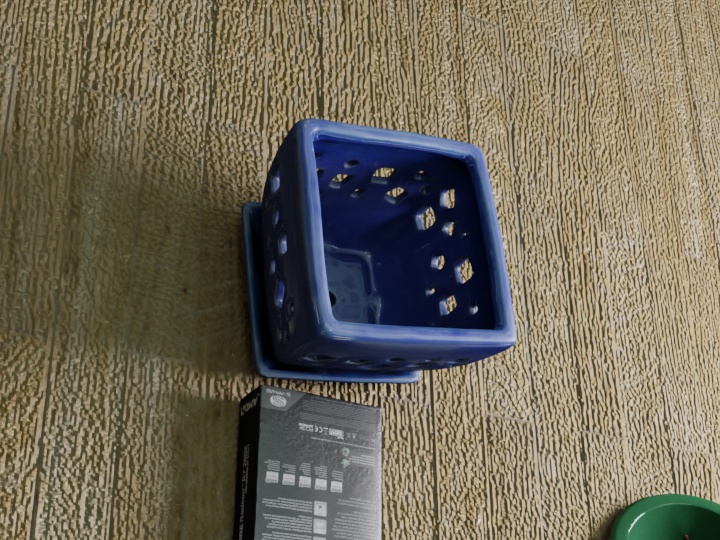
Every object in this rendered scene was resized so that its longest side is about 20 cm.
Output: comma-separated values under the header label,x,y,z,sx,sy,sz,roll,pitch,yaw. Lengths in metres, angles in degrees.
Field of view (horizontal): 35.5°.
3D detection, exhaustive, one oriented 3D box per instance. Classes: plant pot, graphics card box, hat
label,x,y,z,sx,sy,sz,roll,pitch,yaw
plant pot,0.000,0.000,1.009,0.199,0.180,0.201,5,66,-30
graphics card box,-0.044,0.207,0.964,0.125,0.051,0.201,13,62,-26
hat,0.340,0.355,1.151,0.200,0.177,0.165,30,46,32
